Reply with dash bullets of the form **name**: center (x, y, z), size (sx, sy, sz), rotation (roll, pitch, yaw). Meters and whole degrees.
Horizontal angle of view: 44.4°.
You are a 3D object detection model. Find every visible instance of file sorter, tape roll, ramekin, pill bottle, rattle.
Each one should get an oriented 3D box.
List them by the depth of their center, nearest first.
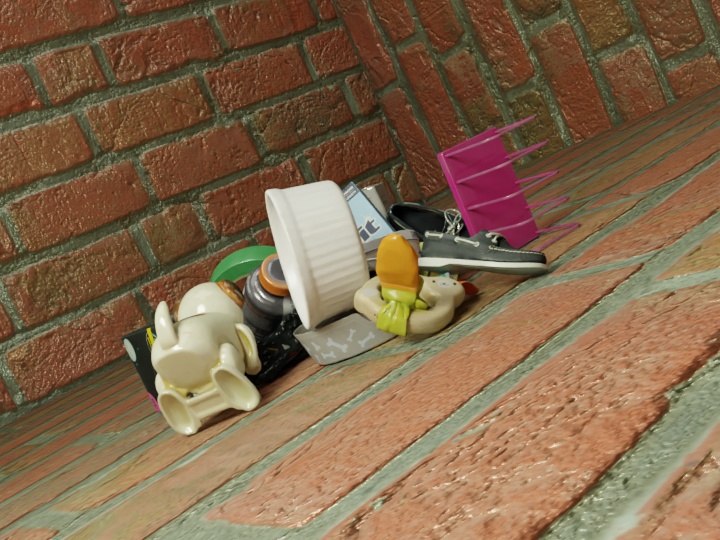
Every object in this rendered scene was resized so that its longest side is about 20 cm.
- **rattle**: center (0.088, -0.005, 1.153), size (0.199, 0.144, 0.130), rotation (-18, 20, -36)
- **ramekin**: center (-0.058, -0.028, 1.226), size (0.097, 0.201, 0.200), rotation (-18, 4, -10)
- **file sorter**: center (0.245, -0.131, 1.419), size (0.139, 0.201, 0.125), rotation (-28, 9, -34)
- **pill bottle**: center (-0.147, 0.059, 1.466), size (0.106, 0.106, 0.200), rotation (-28, -23, -34)
- **tape roll**: center (-0.174, 0.051, 1.583), size (0.200, 0.201, 0.048), rotation (-24, 32, 14)

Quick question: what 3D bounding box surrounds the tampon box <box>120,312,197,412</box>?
- **tampon box**: center (-0.293, 0.144, 1.494), size (0.126, 0.150, 0.200), rotation (-28, 5, -33)

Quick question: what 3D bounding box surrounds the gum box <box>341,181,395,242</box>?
- **gum box**: center (-0.018, -0.024, 1.461), size (0.170, 0.200, 0.045), rotation (-43, -37, 8)

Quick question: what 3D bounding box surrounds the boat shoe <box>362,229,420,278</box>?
- **boat shoe**: center (0.000, 0.000, 1.347), size (0.199, 0.066, 0.074), rotation (-22, -19, 20)

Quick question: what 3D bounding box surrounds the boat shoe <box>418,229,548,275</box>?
- **boat shoe**: center (0.164, -0.027, 1.205), size (0.199, 0.061, 0.076), rotation (3, -9, 34)

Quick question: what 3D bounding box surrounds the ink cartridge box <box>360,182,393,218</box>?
- **ink cartridge box**: center (0.014, -0.049, 1.681), size (0.145, 0.201, 0.084), rotation (-23, 4, 19)

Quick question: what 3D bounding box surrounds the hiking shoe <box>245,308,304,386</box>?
- **hiking shoe**: center (-0.145, 0.141, 1.377), size (0.200, 0.074, 0.087), rotation (-32, -19, -32)

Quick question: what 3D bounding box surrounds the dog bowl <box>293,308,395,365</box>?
- **dog bowl**: center (0.003, 0.074, 1.290), size (0.199, 0.059, 0.200), rotation (-25, 4, 2)

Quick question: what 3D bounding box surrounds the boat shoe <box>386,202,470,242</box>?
- **boat shoe**: center (0.140, -0.070, 1.503), size (0.062, 0.199, 0.075), rotation (81, -148, -74)

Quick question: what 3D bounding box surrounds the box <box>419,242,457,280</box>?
- **box**: center (0.104, -0.006, 1.479), size (0.050, 0.076, 0.200), rotation (17, -10, -18)

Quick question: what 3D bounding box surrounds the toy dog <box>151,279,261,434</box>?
- **toy dog**: center (-0.225, 0.100, 1.242), size (0.139, 0.194, 0.200), rotation (-32, 25, 20)
